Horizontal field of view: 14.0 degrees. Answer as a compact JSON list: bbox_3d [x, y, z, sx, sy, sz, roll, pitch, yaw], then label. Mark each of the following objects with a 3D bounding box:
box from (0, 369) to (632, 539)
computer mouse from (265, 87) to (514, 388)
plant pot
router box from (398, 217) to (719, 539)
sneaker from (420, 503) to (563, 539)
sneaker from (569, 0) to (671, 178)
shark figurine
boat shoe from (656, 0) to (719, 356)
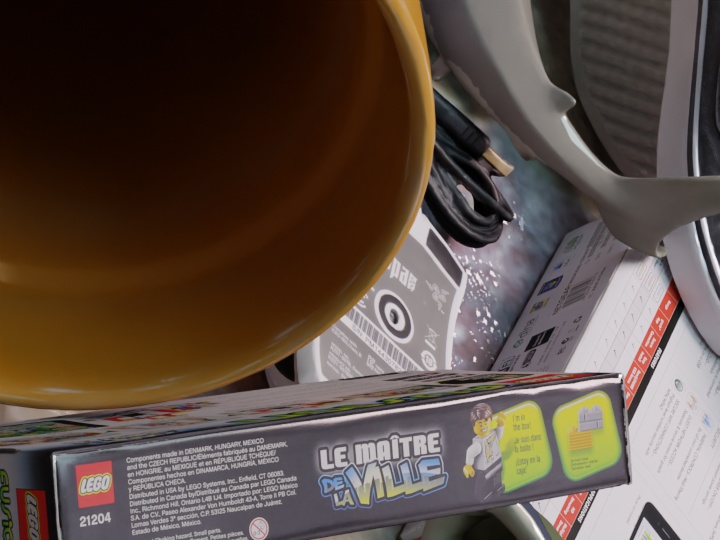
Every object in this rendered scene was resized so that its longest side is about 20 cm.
[{"bbox_3d":[-0.031,0.056,0.854,0.200,0.110,0.035,-6,92,-36],"label":"box"},{"bbox_3d":[0.000,0.000,1.025,0.110,0.044,0.200,45,36,-24],"label":"computer mouse"},{"bbox_3d":[-0.083,-0.093,0.872,0.200,0.200,0.184,39,28,-29],"label":"plant pot"},{"bbox_3d":[0.116,0.098,1.099,0.180,0.049,0.200,52,38,-15],"label":"router box"},{"bbox_3d":[0.031,0.158,0.910,0.090,0.067,0.201,64,30,-55],"label":"sneaker"},{"bbox_3d":[0.128,-0.130,1.229,0.105,0.075,0.201,-12,82,-58],"label":"sneaker"},{"bbox_3d":[0.065,-0.102,1.093,0.128,0.090,0.215,13,39,-40],"label":"shark figurine"},{"bbox_3d":[0.163,-0.065,1.129,0.072,0.068,0.201,16,72,-40],"label":"boat shoe"}]
